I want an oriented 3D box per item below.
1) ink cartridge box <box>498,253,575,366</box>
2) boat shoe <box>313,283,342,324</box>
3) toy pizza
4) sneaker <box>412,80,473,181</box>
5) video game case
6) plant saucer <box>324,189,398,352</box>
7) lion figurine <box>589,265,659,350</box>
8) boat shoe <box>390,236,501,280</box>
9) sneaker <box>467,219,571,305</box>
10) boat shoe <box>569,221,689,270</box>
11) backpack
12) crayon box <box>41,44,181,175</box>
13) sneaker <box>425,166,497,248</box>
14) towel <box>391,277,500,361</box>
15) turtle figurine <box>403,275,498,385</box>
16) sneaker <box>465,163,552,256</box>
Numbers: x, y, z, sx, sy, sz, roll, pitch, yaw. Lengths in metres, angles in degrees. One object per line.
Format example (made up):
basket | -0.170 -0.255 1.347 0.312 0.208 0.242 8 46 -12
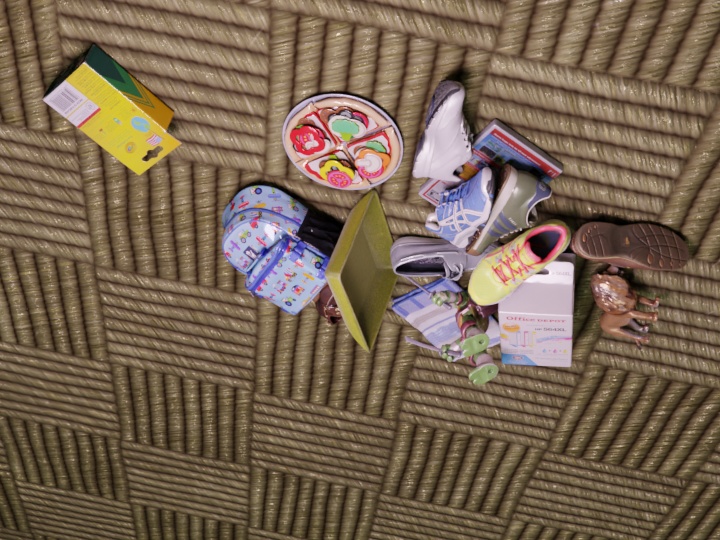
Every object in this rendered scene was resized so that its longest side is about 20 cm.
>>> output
ink cartridge box | 0.304 0.061 1.703 0.126 0.127 0.201 1 147 12
boat shoe | -0.040 0.049 1.785 0.070 0.071 0.200 -28 172 -12
toy pizza | -0.030 -0.197 1.581 0.197 0.032 0.202 7 139 6
sneaker | 0.136 -0.210 1.498 0.086 0.075 0.201 14 148 1
video game case | 0.207 -0.145 1.593 0.142 0.018 0.200 30 136 -20
plant saucer | 0.000 0.000 1.675 0.047 0.201 0.201 4 140 23
lion figurine | 0.458 0.076 1.745 0.121 0.073 0.201 11 144 12
boat shoe | 0.150 -0.014 1.709 0.197 0.072 0.071 0 139 4
sneaker | 0.254 -0.018 1.587 0.199 0.090 0.078 -40 87 2
boat shoe | 0.441 -0.040 1.628 0.197 0.073 0.068 8 173 -7
backpack | -0.150 -0.043 1.710 0.199 0.136 0.182 33 135 -19
crayon box | -0.393 -0.254 1.591 0.126 0.051 0.200 -26 126 36
sneaker | 0.162 -0.099 1.568 0.076 0.077 0.201 18 149 -6
towel | 0.170 0.096 1.872 0.146 0.024 0.200 -25 127 34
turtle figurine | 0.155 0.110 1.721 0.197 0.195 0.146 9 116 -17
sneaker | 0.241 -0.082 1.590 0.089 0.068 0.201 16 140 -6
